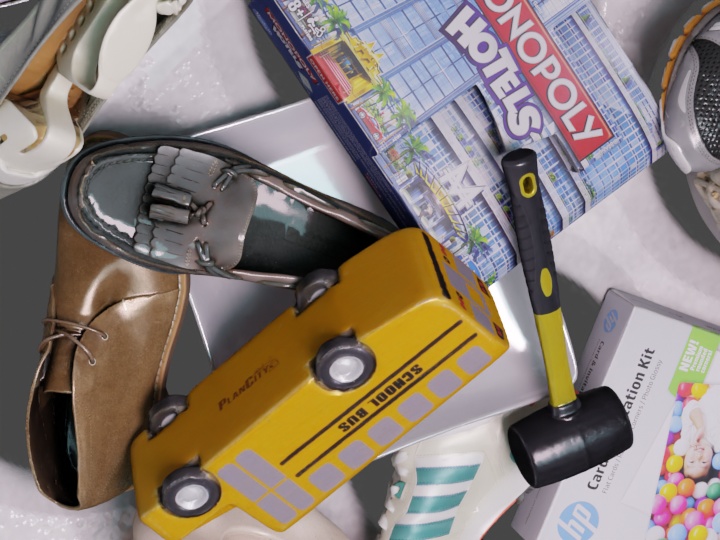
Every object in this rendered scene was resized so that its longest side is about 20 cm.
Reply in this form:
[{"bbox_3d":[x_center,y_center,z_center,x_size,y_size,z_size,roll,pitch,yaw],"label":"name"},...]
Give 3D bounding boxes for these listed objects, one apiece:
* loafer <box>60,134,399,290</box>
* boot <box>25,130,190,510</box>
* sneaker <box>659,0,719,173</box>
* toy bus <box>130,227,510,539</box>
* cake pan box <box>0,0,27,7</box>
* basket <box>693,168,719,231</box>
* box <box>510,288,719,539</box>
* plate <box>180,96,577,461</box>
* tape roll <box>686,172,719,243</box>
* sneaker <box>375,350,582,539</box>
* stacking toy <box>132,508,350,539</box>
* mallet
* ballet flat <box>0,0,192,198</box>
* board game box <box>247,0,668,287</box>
[{"bbox_3d":[-0.052,-0.025,1.148,0.199,0.063,0.072,14,87,-25],"label":"loafer"},{"bbox_3d":[-0.137,0.029,1.172,0.073,0.075,0.202,8,106,23],"label":"boot"},{"bbox_3d":[0.241,-0.125,1.212,0.200,0.077,0.078,-43,119,-15],"label":"sneaker"},{"bbox_3d":[-0.026,0.065,1.142,0.200,0.065,0.078,-40,126,17],"label":"toy bus"},{"bbox_3d":[-0.186,-0.225,1.104,0.199,0.052,0.186,-18,109,-14],"label":"cake pan box"},{"bbox_3d":[0.285,-0.027,1.211,0.135,0.200,0.124,-40,108,-5],"label":"basket"},{"bbox_3d":[0.208,0.115,1.348,0.199,0.041,0.157,20,98,-22],"label":"box"},{"bbox_3d":[0.000,0.000,1.225,0.198,0.032,0.202,-20,96,-12],"label":"plate"},{"bbox_3d":[0.285,-0.085,1.318,0.201,0.037,0.205,-6,108,-18],"label":"tape roll"},{"bbox_3d":[0.036,0.122,1.283,0.093,0.070,0.200,41,90,-9],"label":"sneaker"},{"bbox_3d":[-0.088,0.228,1.245,0.145,0.146,0.201,16,115,-23],"label":"stacking toy"},{"bbox_3d":[0.109,0.023,1.194,0.065,0.041,0.201,-15,120,-17],"label":"mallet"},{"bbox_3d":[-0.150,-0.093,1.114,0.067,0.064,0.200,18,120,-41],"label":"ballet flat"},{"bbox_3d":[0.078,-0.119,1.196,0.199,0.062,0.201,-37,96,-12],"label":"board game box"}]
